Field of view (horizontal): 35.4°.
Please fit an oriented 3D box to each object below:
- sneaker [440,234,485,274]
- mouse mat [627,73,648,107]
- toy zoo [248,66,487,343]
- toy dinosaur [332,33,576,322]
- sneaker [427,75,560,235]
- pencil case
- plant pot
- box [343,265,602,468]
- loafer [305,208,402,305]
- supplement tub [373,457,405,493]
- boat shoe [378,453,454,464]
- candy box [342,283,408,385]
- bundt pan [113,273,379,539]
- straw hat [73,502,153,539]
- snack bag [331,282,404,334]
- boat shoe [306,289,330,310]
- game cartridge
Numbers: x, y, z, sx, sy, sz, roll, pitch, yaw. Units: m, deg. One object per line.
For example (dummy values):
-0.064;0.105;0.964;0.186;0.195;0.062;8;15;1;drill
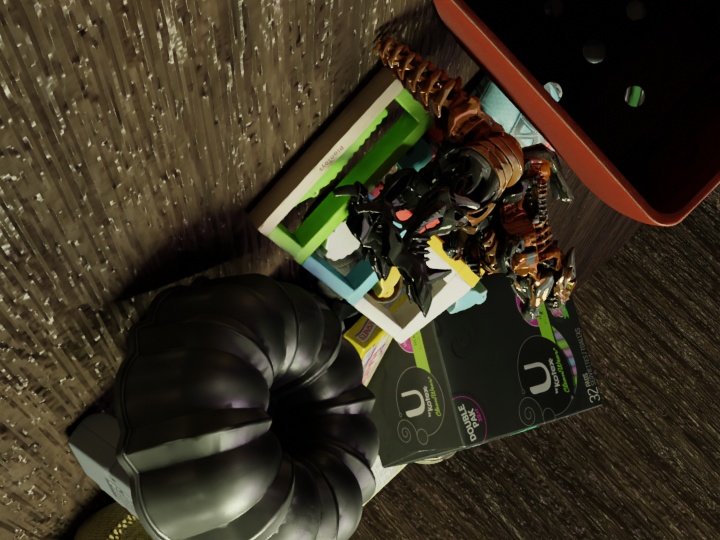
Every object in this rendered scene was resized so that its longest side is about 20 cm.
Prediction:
0.102;-0.031;1.051;0.090;0.076;0.201;-30;158;-14;sneaker
0.229;-0.201;0.890;0.161;0.007;0.204;66;35;-75;mouse mat
0.031;-0.030;0.773;0.131;0.021;0.199;-46;132;6;toy zoo
0.061;-0.050;0.708;0.135;0.201;0.102;-35;-179;-7;toy dinosaur
0.089;-0.086;0.898;0.095;0.079;0.201;-31;161;-38;sneaker
0.179;-0.169;0.886;0.082;0.092;0.200;-19;170;4;pencil case
0.165;-0.156;0.697;0.200;0.200;0.176;-43;178;-3;plant pot
0.108;0.088;1.075;0.198;0.151;0.124;-8;169;-40;box
0.000;0.000;0.896;0.073;0.072;0.200;-43;167;-5;loafer
-0.044;0.200;1.217;0.199;0.145;0.145;-40;167;-17;supplement tub
0.011;0.147;1.125;0.073;0.196;0.076;150;-53;-72;boat shoe
-0.017;0.108;0.993;0.102;0.026;0.202;-47;166;-52;candy box
-0.056;0.094;0.706;0.075;0.205;0.201;-18;-177;32;bundt pan
-0.207;0.250;0.996;0.201;0.085;0.201;-48;168;-13;straw hat
0.031;0.005;1.128;0.199;0.021;0.189;-38;165;-25;snack bag
-0.054;0.048;0.948;0.066;0.057;0.200;-31;162;-2;boat shoe
-0.118;0.180;0.802;0.041;0.199;0.133;-51;171;-17;game cartridge
